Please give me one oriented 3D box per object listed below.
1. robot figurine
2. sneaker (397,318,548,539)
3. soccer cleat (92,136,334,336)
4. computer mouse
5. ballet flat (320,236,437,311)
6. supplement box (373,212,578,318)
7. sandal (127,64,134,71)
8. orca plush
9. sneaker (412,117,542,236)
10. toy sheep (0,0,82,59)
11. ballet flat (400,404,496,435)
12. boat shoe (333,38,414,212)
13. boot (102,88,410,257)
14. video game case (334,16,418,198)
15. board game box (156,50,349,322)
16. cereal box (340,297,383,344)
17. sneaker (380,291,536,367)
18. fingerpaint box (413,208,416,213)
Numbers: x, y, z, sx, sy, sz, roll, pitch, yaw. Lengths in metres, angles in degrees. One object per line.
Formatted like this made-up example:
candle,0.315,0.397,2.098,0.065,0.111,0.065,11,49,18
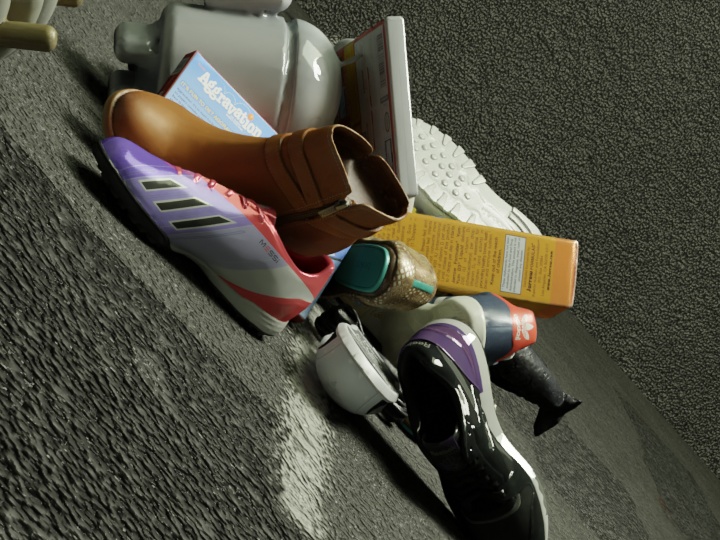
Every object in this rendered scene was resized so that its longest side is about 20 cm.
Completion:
robot figurine,-0.101,-0.152,1.427,0.199,0.170,0.113,7,24,-10
sneaker,0.074,0.141,1.330,0.200,0.076,0.088,67,23,-3
soccer cleat,-0.102,-0.036,1.233,0.200,0.073,0.068,44,11,-30
computer mouse,-0.006,0.075,1.353,0.110,0.044,0.200,55,3,4
ballet flat,0.000,0.000,1.459,0.065,0.071,0.200,21,2,-28
supplement box,0.086,-0.007,1.562,0.199,0.069,0.067,8,-12,-11
sandal,-0.142,-0.134,1.553,0.200,0.043,0.076,32,44,-54
orca plush,0.108,0.085,1.640,0.105,0.071,0.200,-9,-55,50
sneaker,0.083,-0.058,1.704,0.200,0.080,0.076,48,53,-6
toy sheep,-0.230,-0.179,1.021,0.138,0.138,0.200,47,14,-14
ballet flat,0.087,0.122,1.531,0.069,0.063,0.200,52,9,18
boat shoe,0.000,-0.113,1.612,0.069,0.072,0.201,-135,-150,-61
boot,-0.072,-0.081,1.266,0.200,0.074,0.155,34,-29,-31
video game case,0.001,-0.119,1.475,0.200,0.017,0.144,164,-78,-71
board game box,-0.088,-0.063,1.364,0.200,0.103,0.019,46,-29,-25
cereal box,0.031,0.039,1.685,0.200,0.040,0.144,49,10,-6
sneaker,0.084,0.055,1.529,0.200,0.084,0.075,-178,-93,-67
fingerpaint box,0.008,-0.094,1.811,0.167,0.073,0.200,27,-16,49
